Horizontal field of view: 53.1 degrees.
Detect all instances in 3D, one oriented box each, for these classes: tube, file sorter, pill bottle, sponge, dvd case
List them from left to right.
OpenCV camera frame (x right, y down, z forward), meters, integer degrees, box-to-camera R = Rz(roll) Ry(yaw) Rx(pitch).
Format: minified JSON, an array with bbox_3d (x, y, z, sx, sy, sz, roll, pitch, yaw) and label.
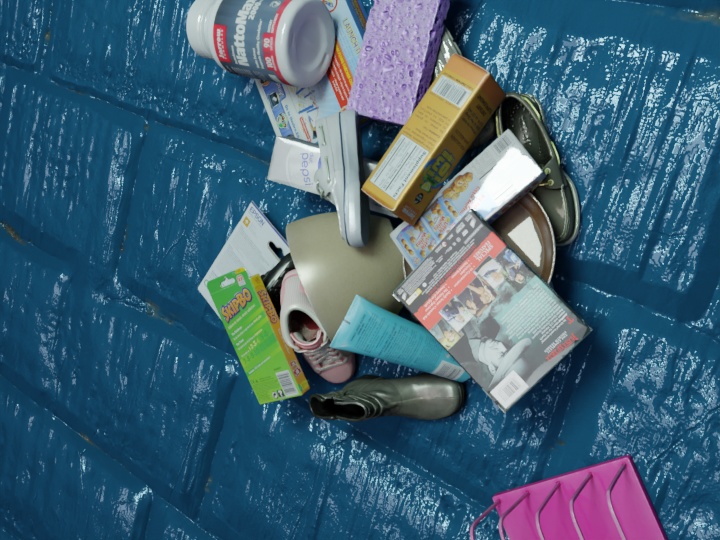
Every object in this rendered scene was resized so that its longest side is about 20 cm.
[{"bbox_3d":[-0.146,-0.334,1.022,0.198,0.119,0.121,18,103,30],"label":"pill bottle"},{"bbox_3d":[0.051,-0.295,0.947,0.111,0.030,0.203,23,104,36],"label":"sponge"},{"bbox_3d":[0.062,0.097,0.951,0.078,0.198,0.050,-64,25,10],"label":"tube"},{"bbox_3d":[0.154,0.048,0.865,0.200,0.022,0.146,46,107,13],"label":"dvd case"},{"bbox_3d":[0.255,0.338,0.884,0.199,0.125,0.141,-28,80,31],"label":"file sorter"}]

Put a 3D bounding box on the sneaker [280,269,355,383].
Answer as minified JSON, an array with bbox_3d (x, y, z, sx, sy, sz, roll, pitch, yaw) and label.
[{"bbox_3d":[-0.063,0.106,1.035,0.074,0.105,0.202,-18,119,8],"label":"sneaker"}]

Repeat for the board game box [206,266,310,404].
[{"bbox_3d":[-0.151,0.095,1.052,0.095,0.030,0.202,-19,100,39],"label":"board game box"}]

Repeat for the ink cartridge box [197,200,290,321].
[{"bbox_3d":[-0.157,0.027,1.169,0.197,0.043,0.201,49,117,22],"label":"ink cartridge box"}]

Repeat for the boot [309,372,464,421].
[{"bbox_3d":[0.035,0.188,1.008,0.198,0.130,0.069,-6,92,33],"label":"boot"}]

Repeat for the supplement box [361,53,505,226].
[{"bbox_3d":[0.089,-0.158,0.887,0.069,0.066,0.201,41,99,32],"label":"supplement box"}]

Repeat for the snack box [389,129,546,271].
[{"bbox_3d":[0.130,-0.080,0.896,0.200,0.024,0.072,-41,69,18],"label":"snack box"}]

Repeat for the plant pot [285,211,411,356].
[{"bbox_3d":[0.000,0.000,0.999,0.133,0.200,0.203,-24,80,5],"label":"plant pot"}]

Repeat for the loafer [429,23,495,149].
[{"bbox_3d":[0.111,-0.253,0.956,0.069,0.070,0.202,-26,80,11],"label":"loafer"}]

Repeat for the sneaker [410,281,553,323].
[{"bbox_3d":[0.161,0.036,0.959,0.197,0.075,0.078,-9,80,23],"label":"sneaker"}]

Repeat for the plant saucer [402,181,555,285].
[{"bbox_3d":[0.149,-0.019,0.912,0.198,0.034,0.204,-4,81,25],"label":"plant saucer"}]

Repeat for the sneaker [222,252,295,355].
[{"bbox_3d":[-0.157,0.035,1.104,0.088,0.075,0.201,49,118,27],"label":"sneaker"}]

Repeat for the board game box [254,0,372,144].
[{"bbox_3d":[-0.060,-0.292,1.074,0.194,0.056,0.202,-27,80,31],"label":"board game box"}]

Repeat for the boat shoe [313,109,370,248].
[{"bbox_3d":[-0.027,-0.116,0.940,0.066,0.074,0.202,-8,60,9],"label":"boat shoe"}]

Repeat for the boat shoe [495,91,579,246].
[{"bbox_3d":[0.218,-0.127,0.906,0.071,0.060,0.204,-20,83,30],"label":"boat shoe"}]

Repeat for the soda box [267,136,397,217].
[{"bbox_3d":[-0.026,-0.134,1.020,0.197,0.068,0.064,18,103,9],"label":"soda box"}]
